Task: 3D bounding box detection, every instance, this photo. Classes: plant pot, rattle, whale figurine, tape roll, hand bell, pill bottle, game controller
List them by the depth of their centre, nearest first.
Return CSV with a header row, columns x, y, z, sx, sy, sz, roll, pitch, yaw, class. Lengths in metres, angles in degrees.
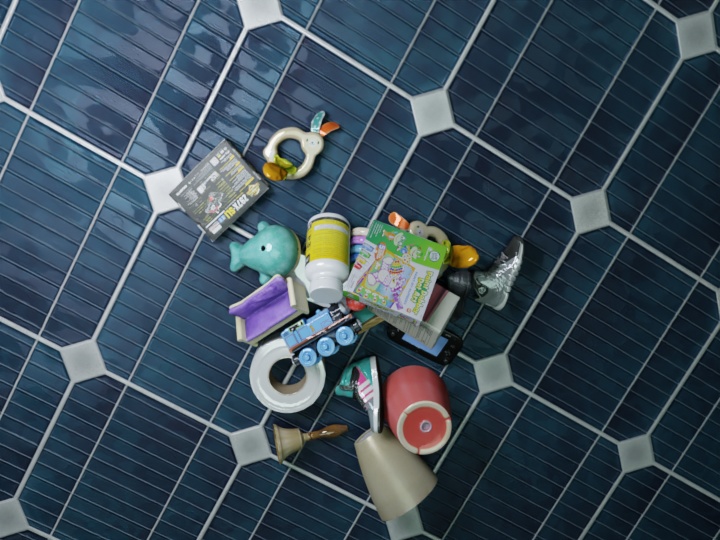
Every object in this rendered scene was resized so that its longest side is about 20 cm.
x,y,z,sx,sy,sz,roll,pitch,yaw,class
-0.145,-0.304,1.459,0.198,0.143,0.132,-29,83,8,rattle
-0.080,-0.029,1.476,0.109,0.112,0.203,2,60,-4,pill bottle
0.170,-0.070,1.497,0.130,0.143,0.200,-45,112,-6,rattle
-0.247,-0.044,1.497,0.196,0.104,0.162,-4,84,20,whale figurine
0.153,0.371,1.582,0.196,0.177,0.204,-1,101,-4,plant pot
-0.190,0.265,1.595,0.198,0.071,0.206,-1,101,-3,tape roll
0.170,0.177,1.604,0.198,0.042,0.105,27,128,-8,game controller
0.076,0.518,1.617,0.186,0.187,0.202,-34,88,3,plant pot
-0.130,0.446,1.635,0.196,0.104,0.106,-9,102,-14,hand bell

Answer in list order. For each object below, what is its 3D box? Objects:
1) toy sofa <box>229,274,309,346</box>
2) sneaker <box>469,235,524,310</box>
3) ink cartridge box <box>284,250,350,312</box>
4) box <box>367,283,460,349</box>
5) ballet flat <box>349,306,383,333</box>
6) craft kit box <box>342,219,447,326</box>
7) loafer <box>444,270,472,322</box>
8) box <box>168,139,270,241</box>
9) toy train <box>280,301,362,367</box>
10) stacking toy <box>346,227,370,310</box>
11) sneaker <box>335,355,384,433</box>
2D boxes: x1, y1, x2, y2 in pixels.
x,y,z,sx,sy,sz,roll,pitch,yaw,class
-0.231,0.101,1.505,0.198,0.084,0.097,-32,142,24,toy sofa
0.346,-0.003,1.577,0.114,0.075,0.203,15,100,-4,sneaker
-0.105,0.028,1.566,0.197,0.050,0.111,20,98,-8,ink cartridge box
0.126,0.081,1.492,0.198,0.128,0.110,31,67,10,box
0.044,0.108,1.584,0.197,0.069,0.063,-25,147,-13,ballet flat
0.083,0.003,1.431,0.195,0.049,0.202,21,68,4,craft kit box
0.234,0.066,1.542,0.069,0.202,0.069,6,56,1,loafer
-0.349,-0.199,1.508,0.200,0.049,0.160,-43,103,4,box
-0.095,0.156,1.498,0.198,0.087,0.115,-30,83,6,toy train
0.000,0.000,1.517,0.084,0.085,0.204,12,78,-6,stacking toy
-0.004,0.327,1.584,0.119,0.084,0.203,-10,61,9,sneaker
